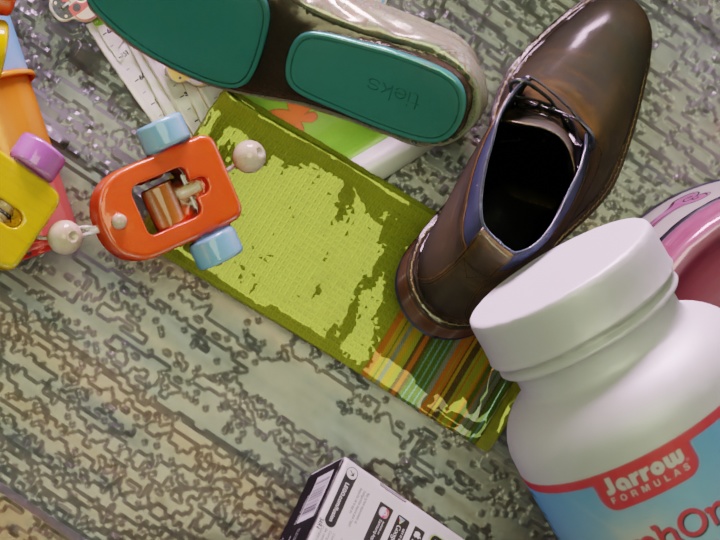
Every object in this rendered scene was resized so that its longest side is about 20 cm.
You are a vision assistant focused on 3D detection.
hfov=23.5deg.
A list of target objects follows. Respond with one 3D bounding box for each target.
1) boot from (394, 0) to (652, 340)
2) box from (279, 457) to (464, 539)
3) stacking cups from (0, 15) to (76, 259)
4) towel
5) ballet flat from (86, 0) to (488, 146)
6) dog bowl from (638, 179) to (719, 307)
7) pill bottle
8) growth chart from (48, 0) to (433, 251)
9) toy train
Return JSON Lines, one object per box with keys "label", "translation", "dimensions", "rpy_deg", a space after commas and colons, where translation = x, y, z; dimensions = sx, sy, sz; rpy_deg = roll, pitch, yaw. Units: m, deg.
{"label": "boot", "translation": [0.093, -0.060, 0.787], "dimensions": [0.074, 0.097, 0.201], "rpy_deg": [33, 70, -3]}
{"label": "box", "translation": [-0.010, 0.191, 0.713], "dimensions": [0.110, 0.035, 0.201], "rpy_deg": [36, 57, -14]}
{"label": "stacking cups", "translation": [-0.186, -0.102, 0.807], "dimensions": [0.060, 0.061, 0.201], "rpy_deg": [-17, 89, -5]}
{"label": "towel", "translation": [0.000, 0.000, 0.818], "dimensions": [0.199, 0.018, 0.086], "rpy_deg": [31, 86, -6]}
{"label": "ballet flat", "translation": [-0.036, -0.111, 0.801], "dimensions": [0.199, 0.062, 0.068], "rpy_deg": [24, 120, -4]}
{"label": "dog bowl", "translation": [0.199, 0.050, 0.810], "dimensions": [0.199, 0.074, 0.202], "rpy_deg": [0, 85, -4]}
{"label": "pill bottle", "translation": [0.128, 0.085, 0.705], "dimensions": [0.108, 0.109, 0.201], "rpy_deg": [-32, 100, -6]}
{"label": "growth chart", "translation": [-0.054, -0.113, 0.834], "dimensions": [0.145, 0.018, 0.200], "rpy_deg": [-40, 91, -5]}
{"label": "toy train", "translation": [-0.141, -0.074, 0.763], "dimensions": [0.150, 0.056, 0.201], "rpy_deg": [-31, 99, -19]}
